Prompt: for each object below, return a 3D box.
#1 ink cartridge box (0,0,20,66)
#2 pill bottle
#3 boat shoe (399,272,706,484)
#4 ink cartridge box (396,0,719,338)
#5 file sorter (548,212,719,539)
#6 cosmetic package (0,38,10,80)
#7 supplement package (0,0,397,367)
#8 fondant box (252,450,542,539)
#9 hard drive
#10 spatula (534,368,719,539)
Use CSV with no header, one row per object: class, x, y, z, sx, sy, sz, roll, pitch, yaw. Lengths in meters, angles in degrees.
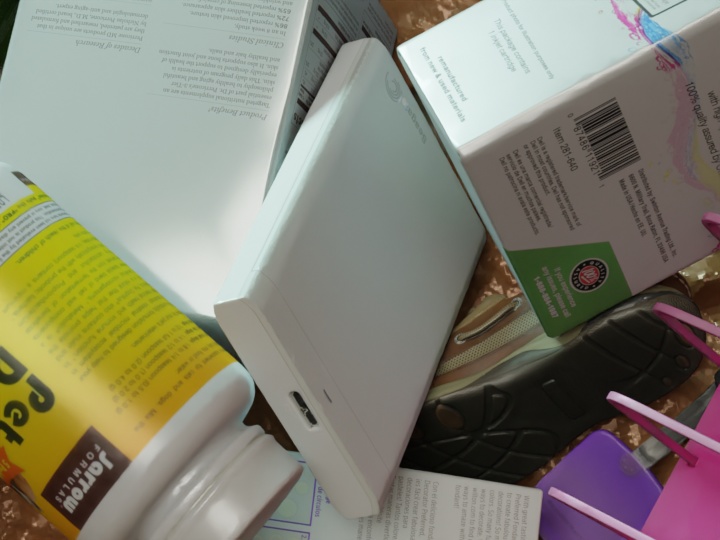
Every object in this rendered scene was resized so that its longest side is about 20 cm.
ink cartridge box,-0.250,-0.202,1.257,0.200,0.076,0.148,27,81,12
pill bottle,-0.124,0.052,1.101,0.200,0.109,0.109,41,89,6
boat shoe,0.076,0.050,1.218,0.200,0.076,0.074,-25,38,17
ink cartridge box,0.139,-0.080,1.123,0.200,0.145,0.084,-28,48,2
file sorter,0.177,0.094,1.102,0.139,0.125,0.200,25,84,39
cosmetic package,-0.196,-0.136,1.323,0.103,0.087,0.200,11,79,15
supplement package,-0.087,-0.062,1.241,0.151,0.151,0.200,9,78,16
fondant box,-0.021,0.164,1.168,0.200,0.058,0.145,9,70,-6
hard drive,0.000,0.000,1.161,0.026,0.132,0.200,-12,34,29
spatula,0.166,0.068,1.208,0.200,0.021,0.057,-43,75,0
